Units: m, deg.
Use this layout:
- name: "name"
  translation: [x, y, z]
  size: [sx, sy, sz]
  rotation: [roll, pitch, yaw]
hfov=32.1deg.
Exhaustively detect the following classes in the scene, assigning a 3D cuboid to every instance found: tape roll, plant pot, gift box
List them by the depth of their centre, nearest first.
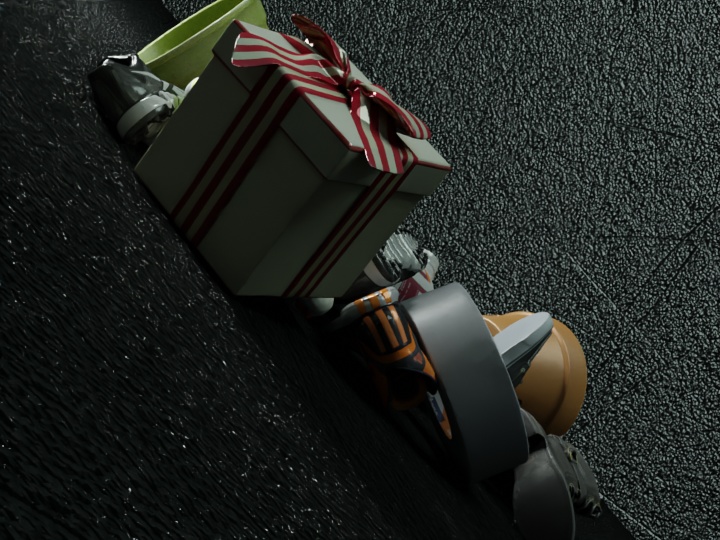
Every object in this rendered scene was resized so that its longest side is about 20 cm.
- name: "gift box"
  translation: [-0.054, -0.091, 1.043]
  size: [0.185, 0.187, 0.200]
  rotation: [47, 21, 20]
- name: "tape roll"
  translation: [0.103, 0.115, 1.287]
  size: [0.200, 0.066, 0.200]
  rotation: [159, -90, -85]
- name: "plant pot"
  translation: [-0.163, -0.222, 1.552]
  size: [0.184, 0.200, 0.200]
  rotation: [58, 0, -20]
- name: "plant pot"
  translation: [0.190, 0.145, 1.725]
  size: [0.140, 0.200, 0.200]
  rotation: [19, 23, -43]

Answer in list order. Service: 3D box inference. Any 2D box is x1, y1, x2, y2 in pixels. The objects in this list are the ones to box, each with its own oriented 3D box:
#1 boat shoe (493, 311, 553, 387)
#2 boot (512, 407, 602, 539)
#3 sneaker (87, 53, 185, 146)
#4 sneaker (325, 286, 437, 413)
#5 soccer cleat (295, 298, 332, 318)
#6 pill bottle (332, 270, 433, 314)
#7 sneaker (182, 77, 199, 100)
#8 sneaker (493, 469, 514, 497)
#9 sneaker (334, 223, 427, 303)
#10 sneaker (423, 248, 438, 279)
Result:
- name: "boat shoe"
  translation: [0.176, 0.131, 1.601]
  size: [0.057, 0.200, 0.069]
  rotation: [56, -18, -17]
- name: "boot"
  translation: [0.238, 0.256, 1.457]
  size: [0.174, 0.069, 0.200]
  rotation: [36, 31, -45]
- name: "sneaker"
  translation: [-0.210, -0.168, 1.201]
  size: [0.091, 0.066, 0.200]
  rotation: [50, 6, -1]
- name: "sneaker"
  translation: [0.021, 0.088, 1.246]
  size: [0.200, 0.078, 0.112]
  rotation: [90, -24, -82]
- name: "soccer cleat"
  translation: [-0.055, -0.020, 1.222]
  size: [0.069, 0.078, 0.200]
  rotation: [47, 5, -24]
- name: "pill bottle"
  translation: [0.000, 0.000, 1.486]
  size: [0.114, 0.114, 0.200]
  rotation: [50, 4, 35]
- name: "sneaker"
  translation: [-0.102, -0.108, 1.222]
  size: [0.200, 0.105, 0.076]
  rotation: [72, 22, -55]
- name: "sneaker"
  translation: [0.178, 0.207, 1.563]
  size: [0.200, 0.076, 0.088]
  rotation: [55, 18, -27]
- name: "sneaker"
  translation: [0.011, -0.006, 1.337]
  size: [0.066, 0.090, 0.200]
  rotation: [60, 18, 1]
- name: "sneaker"
  translation: [0.046, 0.063, 1.739]
  size: [0.074, 0.116, 0.200]
  rotation: [23, -32, 4]
